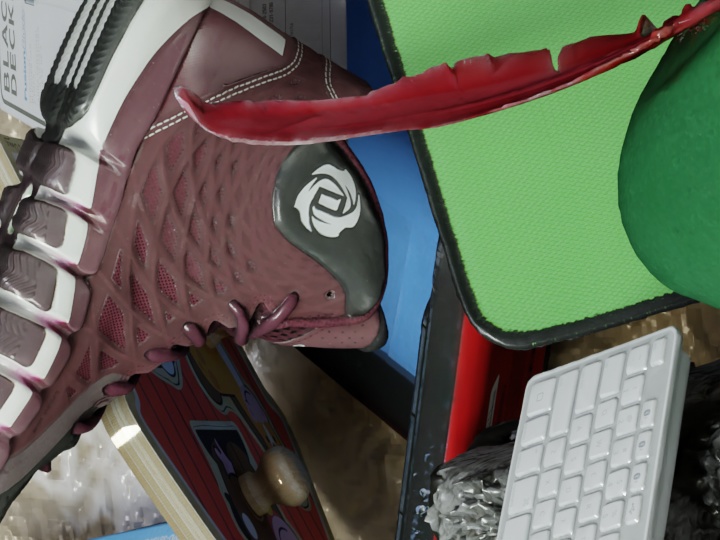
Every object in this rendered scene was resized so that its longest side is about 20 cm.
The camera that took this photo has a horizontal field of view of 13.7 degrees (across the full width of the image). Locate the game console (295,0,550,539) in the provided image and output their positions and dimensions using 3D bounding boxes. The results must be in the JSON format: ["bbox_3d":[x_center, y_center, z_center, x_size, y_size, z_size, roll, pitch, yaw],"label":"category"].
[{"bbox_3d":[0.000,0.000,0.918,0.118,0.172,0.200,15,130,11],"label":"game console"}]

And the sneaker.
[{"bbox_3d":[-0.054,0.022,0.834,0.200,0.115,0.076,-65,19,4],"label":"sneaker"}]

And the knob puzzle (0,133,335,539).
[{"bbox_3d":[-0.041,0.046,0.959,0.030,0.220,0.220,-29,78,8],"label":"knob puzzle"}]

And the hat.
[{"bbox_3d":[0.071,-0.016,0.700,0.200,0.176,0.166,126,122,-81],"label":"hat"}]

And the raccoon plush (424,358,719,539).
[{"bbox_3d":[0.089,0.103,0.784,0.200,0.097,0.134,-174,64,-75],"label":"raccoon plush"}]

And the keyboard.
[{"bbox_3d":[0.043,0.107,0.705,0.056,0.011,0.200,-18,49,43],"label":"keyboard"}]

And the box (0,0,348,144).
[{"bbox_3d":[-0.065,-0.093,0.952,0.200,0.060,0.117,-149,56,-67],"label":"box"}]

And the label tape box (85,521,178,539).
[{"bbox_3d":[-0.102,0.192,1.029,0.144,0.063,0.200,-16,48,48],"label":"label tape box"}]

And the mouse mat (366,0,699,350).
[{"bbox_3d":[0.104,-0.075,0.805,0.008,0.200,0.161,83,172,-71],"label":"mouse mat"}]
